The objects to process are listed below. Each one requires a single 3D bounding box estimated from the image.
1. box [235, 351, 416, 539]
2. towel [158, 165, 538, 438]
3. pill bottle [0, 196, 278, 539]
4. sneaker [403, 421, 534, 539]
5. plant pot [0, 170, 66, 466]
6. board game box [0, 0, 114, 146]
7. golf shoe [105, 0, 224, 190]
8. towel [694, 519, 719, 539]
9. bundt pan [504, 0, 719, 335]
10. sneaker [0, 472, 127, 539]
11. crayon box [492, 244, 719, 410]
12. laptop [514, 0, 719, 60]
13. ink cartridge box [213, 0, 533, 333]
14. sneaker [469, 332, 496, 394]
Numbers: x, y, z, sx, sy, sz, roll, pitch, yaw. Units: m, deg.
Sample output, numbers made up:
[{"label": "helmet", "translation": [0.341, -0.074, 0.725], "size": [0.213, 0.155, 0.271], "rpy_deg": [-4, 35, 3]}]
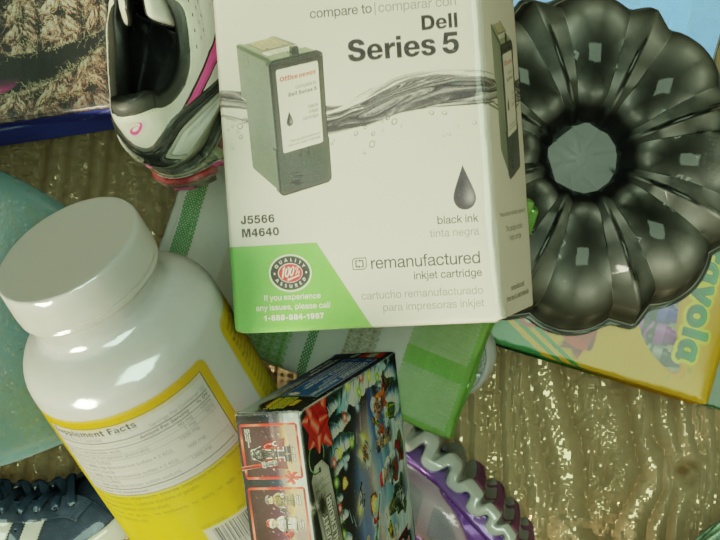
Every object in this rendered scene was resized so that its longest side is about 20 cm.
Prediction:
[{"label": "box", "translation": [-0.010, 0.155, 1.057], "size": [0.040, 0.137, 0.201], "rpy_deg": [-3, 100, 23]}, {"label": "towel", "translation": [-0.013, -0.011, 1.119], "size": [0.199, 0.031, 0.150], "rpy_deg": [24, 107, 16]}, {"label": "pill bottle", "translation": [-0.108, 0.062, 1.055], "size": [0.112, 0.112, 0.201], "rpy_deg": [-29, 123, -1]}, {"label": "sneaker", "translation": [0.024, 0.132, 1.177], "size": [0.200, 0.080, 0.089], "rpy_deg": [44, 95, 7]}, {"label": "plant pot", "translation": [-0.251, 0.024, 1.128], "size": [0.199, 0.196, 0.197], "rpy_deg": [6, 88, -14]}, {"label": "board game box", "translation": [-0.198, -0.179, 1.154], "size": [0.159, 0.097, 0.201], "rpy_deg": [-7, 87, 19]}, {"label": "golf shoe", "translation": [-0.095, -0.150, 1.086], "size": [0.072, 0.092, 0.201], "rpy_deg": [-6, 65, 18]}, {"label": "towel", "translation": [0.243, 0.255, 1.193], "size": [0.152, 0.023, 0.200], "rpy_deg": [-40, 88, -1]}, {"label": "bundt pan", "translation": [0.126, -0.064, 1.131], "size": [0.201, 0.076, 0.203], "rpy_deg": [0, 87, 1]}, {"label": "sneaker", "translation": [-0.218, 0.144, 1.165], "size": [0.199, 0.075, 0.085], "rpy_deg": [-26, 107, -1]}, {"label": "crayon box", "translation": [0.155, 0.000, 1.191], "size": [0.199, 0.051, 0.128], "rpy_deg": [16, 87, 0]}, {"label": "laptop", "translation": [0.135, -0.185, 1.169], "size": [0.186, 0.200, 0.116], "rpy_deg": [17, 53, 0]}, {"label": "ink cartridge box", "translation": [0.006, -0.073, 1.038], "size": [0.145, 0.084, 0.201], "rpy_deg": [-3, 94, 17]}, {"label": "sneaker", "translation": [0.000, 0.000, 1.165], "size": [0.200, 0.071, 0.073], "rpy_deg": [36, 109, 14]}]
